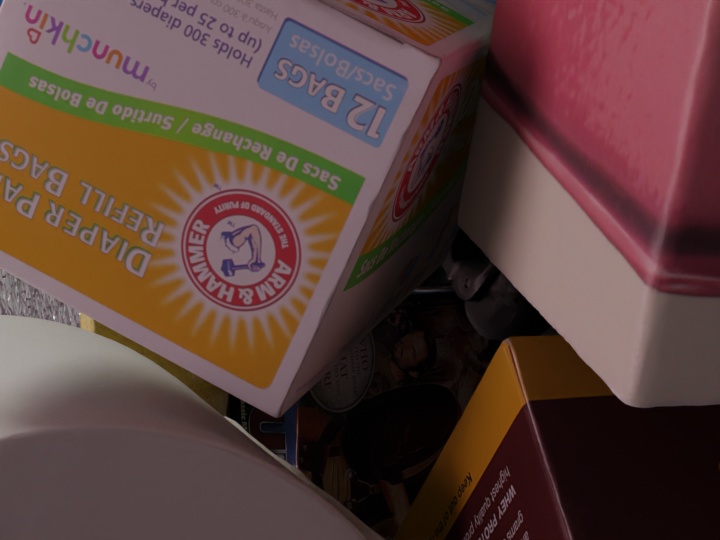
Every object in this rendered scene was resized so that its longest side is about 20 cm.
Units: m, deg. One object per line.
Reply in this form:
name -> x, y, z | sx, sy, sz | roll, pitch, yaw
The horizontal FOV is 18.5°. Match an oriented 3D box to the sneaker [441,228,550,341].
sneaker -> 0.070, -0.017, 0.716 | 0.200, 0.060, 0.105 | -124, 51, -65

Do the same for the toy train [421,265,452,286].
toy train -> 0.000, 0.000, 0.898 | 0.114, 0.085, 0.201 | -121, 30, -75

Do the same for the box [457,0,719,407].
box -> 0.113, -0.080, 0.520 | 0.109, 0.127, 0.201 | -128, 41, -58

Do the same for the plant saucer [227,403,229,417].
plant saucer -> -0.079, 0.091, 0.979 | 0.200, 0.034, 0.201 | 16, 108, 62

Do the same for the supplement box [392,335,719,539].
supplement box -> 0.092, 0.153, 0.582 | 0.198, 0.132, 0.200 | 114, 148, -48

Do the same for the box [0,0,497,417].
box -> -0.023, -0.050, 0.627 | 0.102, 0.112, 0.200 | -65, -9, 17

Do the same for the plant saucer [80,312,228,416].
plant saucer -> -0.079, 0.022, 0.816 | 0.200, 0.048, 0.201 | 99, 168, -53

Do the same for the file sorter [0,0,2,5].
file sorter -> -0.101, -0.156, 1.033 | 0.139, 0.123, 0.200 | 34, 138, 9

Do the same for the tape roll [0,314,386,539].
tape roll -> -0.093, 0.123, 0.602 | 0.139, 0.202, 0.204 | -155, 66, -67

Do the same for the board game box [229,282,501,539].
board game box -> 0.011, 0.107, 0.792 | 0.035, 0.135, 0.201 | 2, 94, 40
